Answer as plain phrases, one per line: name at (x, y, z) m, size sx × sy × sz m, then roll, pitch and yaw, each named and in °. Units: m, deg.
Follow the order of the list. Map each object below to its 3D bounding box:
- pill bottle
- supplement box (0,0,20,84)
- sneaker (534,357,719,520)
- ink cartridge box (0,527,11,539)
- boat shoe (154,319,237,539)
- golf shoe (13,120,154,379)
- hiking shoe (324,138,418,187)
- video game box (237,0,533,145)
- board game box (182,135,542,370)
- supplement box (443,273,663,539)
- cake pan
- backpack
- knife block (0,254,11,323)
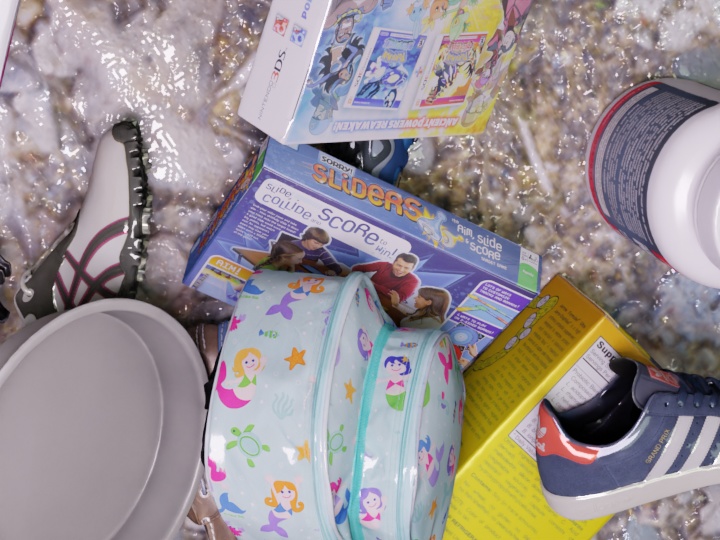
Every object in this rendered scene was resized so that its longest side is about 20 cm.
pill bottle at (0.229, -0.054, 0.998) m, size 0.118 × 0.200 × 0.121 m, roll -2°, pitch 104°, yaw -9°
supplement box at (-0.303, -0.171, 0.922) m, size 0.198 × 0.101 × 0.105 m, roll 13°, pitch 101°, yaw -13°
sneaker at (0.203, 0.087, 0.979) m, size 0.198 × 0.075 × 0.085 m, roll -19°, pitch 112°, yaw -6°
ink cartridge box at (-0.318, 0.106, 0.960) m, size 0.144 × 0.083 × 0.201 m, roll -18°, pitch 112°, yaw 40°
boat shoe at (-0.102, 0.131, 1.056) m, size 0.071 × 0.072 × 0.203 m, roll -1°, pitch 101°, yaw 2°
golf shoe at (-0.180, 0.001, 1.002) m, size 0.087 × 0.077 × 0.202 m, roll 8°, pitch 102°, yaw -7°
hiking shoe at (0.029, -0.113, 1.014) m, size 0.086 × 0.074 × 0.202 m, roll -1°, pitch 111°, yaw -22°
video game box at (0.033, -0.165, 0.887) m, size 0.199 × 0.047 × 0.184 m, roll -8°, pitch 123°, yaw -51°
board game box at (0.000, 0.000, 1.014) m, size 0.198 × 0.035 × 0.135 m, roll 25°, pitch 137°, yaw -16°
supplement box at (0.118, 0.120, 1.067) m, size 0.109 × 0.110 × 0.200 m, roll 42°, pitch 93°, yaw -18°
cake pan at (-0.172, 0.111, 0.942) m, size 0.199 × 0.036 × 0.203 m, roll -23°, pitch 120°, yaw -45°
backpack at (-0.017, 0.097, 0.950) m, size 0.149 × 0.179 × 0.201 m, roll 1°, pitch 148°, yaw 20°
knife block at (-0.315, -0.022, 0.969) m, size 0.198 × 0.064 × 0.177 m, roll 19°, pitch 118°, yaw 4°
